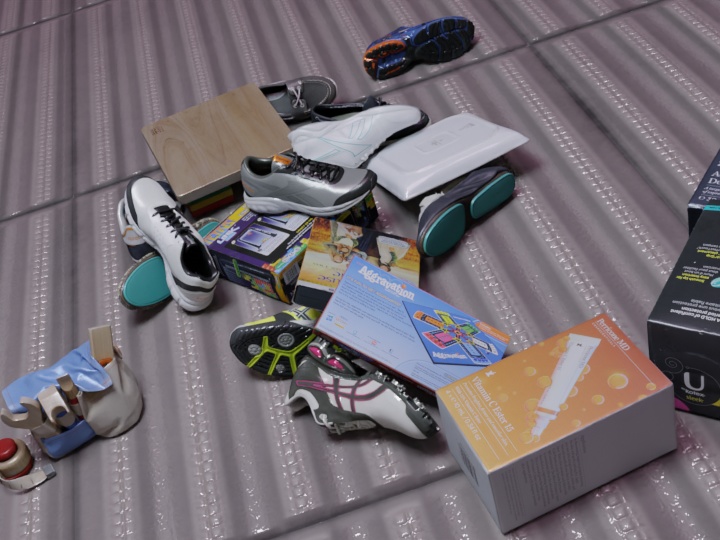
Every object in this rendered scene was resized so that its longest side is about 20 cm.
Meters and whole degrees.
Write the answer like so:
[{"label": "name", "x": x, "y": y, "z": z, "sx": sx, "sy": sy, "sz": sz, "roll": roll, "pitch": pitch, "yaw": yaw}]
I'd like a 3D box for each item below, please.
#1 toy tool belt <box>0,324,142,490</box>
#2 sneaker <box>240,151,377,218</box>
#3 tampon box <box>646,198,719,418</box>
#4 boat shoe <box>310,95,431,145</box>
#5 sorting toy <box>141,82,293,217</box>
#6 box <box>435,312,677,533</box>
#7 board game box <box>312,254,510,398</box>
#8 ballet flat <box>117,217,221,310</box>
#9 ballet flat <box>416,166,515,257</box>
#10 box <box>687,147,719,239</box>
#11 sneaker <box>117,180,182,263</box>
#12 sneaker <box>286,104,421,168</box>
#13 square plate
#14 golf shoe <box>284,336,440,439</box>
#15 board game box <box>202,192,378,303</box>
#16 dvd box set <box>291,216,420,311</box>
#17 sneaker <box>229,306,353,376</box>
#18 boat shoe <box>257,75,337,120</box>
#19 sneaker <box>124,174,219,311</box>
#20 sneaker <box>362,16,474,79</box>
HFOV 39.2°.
[{"label": "toy tool belt", "x": -0.364, "y": 0.152, "z": 1.195, "sx": 0.200, "sy": 0.123, "sz": 0.125, "roll": -32, "pitch": 40, "yaw": -17}, {"label": "sneaker", "x": -0.074, "y": -0.121, "z": 1.362, "sx": 0.199, "sy": 0.080, "sz": 0.074, "roll": 1, "pitch": 39, "yaw": 20}, {"label": "tampon box", "x": 0.400, "y": 0.044, "z": 1.038, "sx": 0.149, "sy": 0.127, "sz": 0.200, "roll": 12, "pitch": 48, "yaw": 32}, {"label": "boat shoe", "x": 0.011, "y": -0.238, "z": 1.565, "sx": 0.199, "sy": 0.066, "sz": 0.075, "roll": 4, "pitch": 41, "yaw": 29}, {"label": "sorting toy", "x": -0.213, "y": -0.182, "z": 1.571, "sx": 0.198, "sy": 0.070, "sz": 0.200, "roll": -25, "pitch": 45, "yaw": -11}, {"label": "box", "x": 0.195, "y": 0.149, "z": 1.011, "sx": 0.199, "sy": 0.098, "sz": 0.124, "roll": -24, "pitch": 39, "yaw": -9}, {"label": "board game box", "x": 0.058, "y": 0.071, "z": 1.119, "sx": 0.199, "sy": 0.019, "sz": 0.103, "roll": 28, "pitch": 65, "yaw": 2}, {"label": "ballet flat", "x": -0.270, "y": -0.006, "z": 1.409, "sx": 0.075, "sy": 0.068, "sz": 0.200, "roll": -7, "pitch": 28, "yaw": 48}, {"label": "ballet flat", "x": 0.123, "y": -0.082, "z": 1.341, "sx": 0.073, "sy": 0.073, "sz": 0.200, "roll": 22, "pitch": 47, "yaw": 39}, {"label": "box", "x": 0.486, "y": -0.082, "z": 1.174, "sx": 0.148, "sy": 0.107, "sz": 0.200, "roll": 12, "pitch": 46, "yaw": 33}, {"label": "sneaker", "x": -0.313, "y": -0.092, "z": 1.507, "sx": 0.078, "sy": 0.080, "sz": 0.200, "roll": -16, "pitch": 37, "yaw": 3}, {"label": "sneaker", "x": -0.003, "y": -0.192, "z": 1.491, "sx": 0.199, "sy": 0.081, "sz": 0.070, "roll": -17, "pitch": 1, "yaw": -4}, {"label": "square plate", "x": 0.111, "y": -0.172, "z": 1.445, "sx": 0.197, "sy": 0.029, "sz": 0.200, "roll": -27, "pitch": 24, "yaw": -9}, {"label": "golf shoe", "x": 0.002, "y": 0.151, "z": 1.117, "sx": 0.200, "sy": 0.077, "sz": 0.088, "roll": 24, "pitch": 74, "yaw": 42}, {"label": "board game box", "x": -0.100, "y": -0.055, "z": 1.401, "sx": 0.165, "sy": 0.057, "sz": 0.200, "roll": 18, "pitch": 50, "yaw": 39}, {"label": "dvd box set", "x": 0.000, "y": 0.000, "z": 1.235, "sx": 0.146, "sy": 0.030, "sz": 0.200, "roll": 14, "pitch": 26, "yaw": -2}, {"label": "sneaker", "x": -0.059, "y": 0.073, "z": 1.228, "sx": 0.199, "sy": 0.076, "sz": 0.077, "roll": -8, "pitch": 31, "yaw": -5}, {"label": "boat shoe", "x": -0.135, "y": -0.275, "z": 1.660, "sx": 0.199, "sy": 0.067, "sz": 0.057, "roll": -7, "pitch": 10, "yaw": 24}, {"label": "sneaker", "x": -0.244, "y": -0.048, "z": 1.345, "sx": 0.074, "sy": 0.080, "sz": 0.200, "roll": -27, "pitch": 80, "yaw": -34}, {"label": "sneaker", "x": 0.096, "y": -0.392, "z": 1.722, "sx": 0.199, "sy": 0.076, "sz": 0.079, "roll": -14, "pitch": 35, "yaw": 1}]
